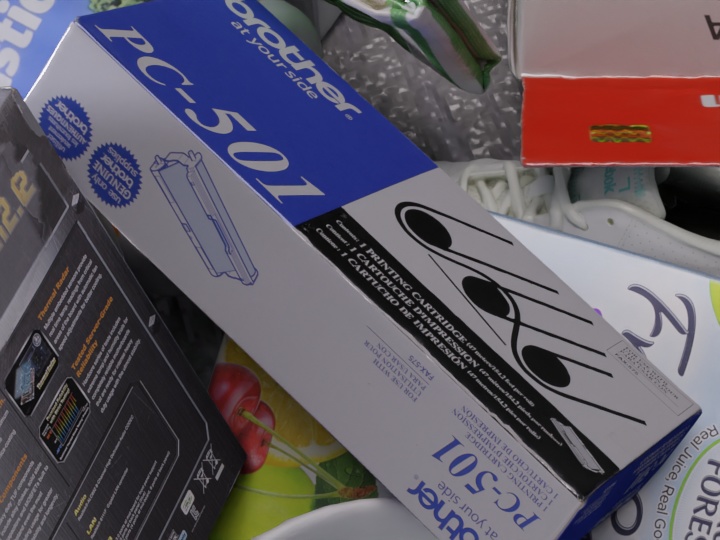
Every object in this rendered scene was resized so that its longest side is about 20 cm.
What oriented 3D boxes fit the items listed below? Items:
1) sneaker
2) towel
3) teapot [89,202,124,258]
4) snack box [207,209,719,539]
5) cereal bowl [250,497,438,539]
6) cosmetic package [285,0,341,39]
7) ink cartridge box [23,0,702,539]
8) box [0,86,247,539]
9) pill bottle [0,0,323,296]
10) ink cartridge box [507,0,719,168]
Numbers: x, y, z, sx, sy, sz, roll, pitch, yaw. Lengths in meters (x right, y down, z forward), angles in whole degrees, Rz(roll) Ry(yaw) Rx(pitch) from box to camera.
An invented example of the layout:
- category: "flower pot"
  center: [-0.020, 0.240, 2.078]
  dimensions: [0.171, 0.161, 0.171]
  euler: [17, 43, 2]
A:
- category: "sneaker"
  center: [0.071, -0.019, 0.830]
  dimensions: [0.199, 0.080, 0.071]
  euler: [2, 61, 6]
- category: "towel"
  center: [-0.052, -0.117, 0.802]
  dimensions: [0.199, 0.153, 0.024]
  euler: [26, 91, 13]
- category: "teapot"
  center: [-0.175, 0.028, 0.766]
  dimensions: [0.145, 0.198, 0.200]
  euler: [9, 40, 33]
- category: "snack box"
  center: [0.050, 0.058, 0.769]
  dimensions: [0.199, 0.053, 0.143]
  euler: [17, 90, 12]
- category: "cereal bowl"
  center: [0.007, 0.171, 0.675]
  dimensions: [0.199, 0.083, 0.201]
  euler: [12, 62, -24]
- category: "cosmetic package"
  center: [-0.040, -0.234, 0.913]
  dimensions: [0.166, 0.168, 0.200]
  euler: [25, 62, 17]
- category: "ink cartridge box"
  center: [0.000, 0.000, 0.706]
  dimensions: [0.200, 0.044, 0.094]
  euler: [43, 29, 13]
- category: "box"
  center: [-0.117, 0.075, 0.659]
  dimensions: [0.048, 0.159, 0.201]
  euler: [-3, 45, 31]
- category: "pill bottle"
  center: [-0.123, -0.082, 0.859]
  dimensions: [0.199, 0.112, 0.112]
  euler: [27, 64, 18]
- category: "ink cartridge box"
  center: [0.150, -0.084, 0.834]
  dimensions: [0.198, 0.044, 0.174]
  euler: [0, 22, 3]
